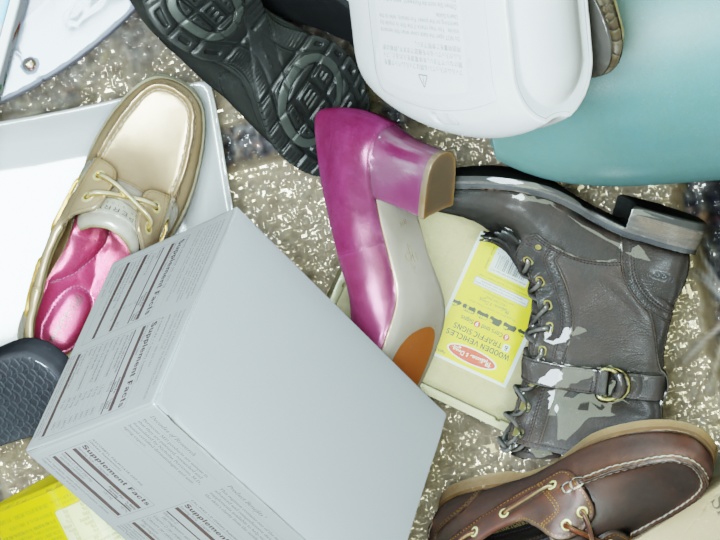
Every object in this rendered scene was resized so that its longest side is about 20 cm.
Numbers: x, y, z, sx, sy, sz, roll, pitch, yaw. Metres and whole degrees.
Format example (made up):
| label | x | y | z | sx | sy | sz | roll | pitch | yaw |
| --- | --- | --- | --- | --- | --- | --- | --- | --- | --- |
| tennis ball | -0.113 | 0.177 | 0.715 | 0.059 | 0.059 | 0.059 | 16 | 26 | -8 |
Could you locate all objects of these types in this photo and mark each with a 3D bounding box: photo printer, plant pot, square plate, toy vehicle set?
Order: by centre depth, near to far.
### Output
| label | x | y | z | sx | sy | sz | roll | pitch | yaw |
| --- | --- | --- | --- | --- | --- | --- | --- | --- | --- |
| photo printer | 0.056 | -0.174 | 1.403 | 0.069 | 0.166 | 0.201 | -16 | 107 | -32 |
| plant pot | 0.148 | -0.141 | 1.529 | 0.160 | 0.201 | 0.202 | -11 | 93 | 4 |
| square plate | -0.173 | -0.004 | 1.589 | 0.199 | 0.028 | 0.199 | -11 | 93 | -3 |
| toy vehicle set | 0.082 | 0.029 | 1.608 | 0.199 | 0.027 | 0.125 | 26 | 90 | -5 |

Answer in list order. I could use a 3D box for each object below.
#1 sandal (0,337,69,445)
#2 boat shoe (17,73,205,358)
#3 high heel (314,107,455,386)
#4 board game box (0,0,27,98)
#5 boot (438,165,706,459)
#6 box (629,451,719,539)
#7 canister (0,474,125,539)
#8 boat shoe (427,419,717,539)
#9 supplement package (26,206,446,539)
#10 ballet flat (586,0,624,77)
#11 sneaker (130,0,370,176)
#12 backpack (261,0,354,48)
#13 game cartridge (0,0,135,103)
| label | x | y | z | sx | sy | sz | roll | pitch | yaw |
| --- | --- | --- | --- | --- | --- | --- | --- | --- | --- |
| sandal | -0.253 | 0.084 | 1.550 | 0.199 | 0.043 | 0.076 | -11 | 118 | 25 |
| boat shoe | -0.150 | -0.026 | 1.541 | 0.073 | 0.069 | 0.201 | 23 | 91 | -5 |
| high heel | 0.000 | 0.000 | 1.560 | 0.096 | 0.067 | 0.201 | 24 | 123 | 32 |
| board game box | -0.278 | -0.134 | 1.540 | 0.126 | 0.035 | 0.201 | 16 | 96 | -1 |
| boot | 0.115 | 0.033 | 1.567 | 0.199 | 0.069 | 0.175 | 14 | 99 | 3 |
| box | 0.237 | 0.170 | 1.599 | 0.200 | 0.078 | 0.095 | -34 | 94 | -2 |
| canister | -0.138 | 0.214 | 1.542 | 0.086 | 0.148 | 0.201 | -28 | 92 | -35 |
| boat shoe | 0.129 | 0.152 | 1.550 | 0.199 | 0.070 | 0.070 | -24 | 119 | 31 |
| supplement package | -0.067 | 0.095 | 1.471 | 0.111 | 0.156 | 0.200 | -21 | 125 | 38 |
| ballet flat | 0.102 | -0.194 | 1.436 | 0.046 | 0.067 | 0.200 | -13 | 58 | -31 |
| sneaker | -0.070 | -0.137 | 1.564 | 0.076 | 0.091 | 0.200 | -48 | 121 | -7 |
| backpack | 0.002 | -0.257 | 1.536 | 0.163 | 0.154 | 0.200 | 27 | 74 | 36 |
| game cartridge | -0.196 | -0.202 | 1.577 | 0.200 | 0.040 | 0.133 | -43 | 91 | -1 |
